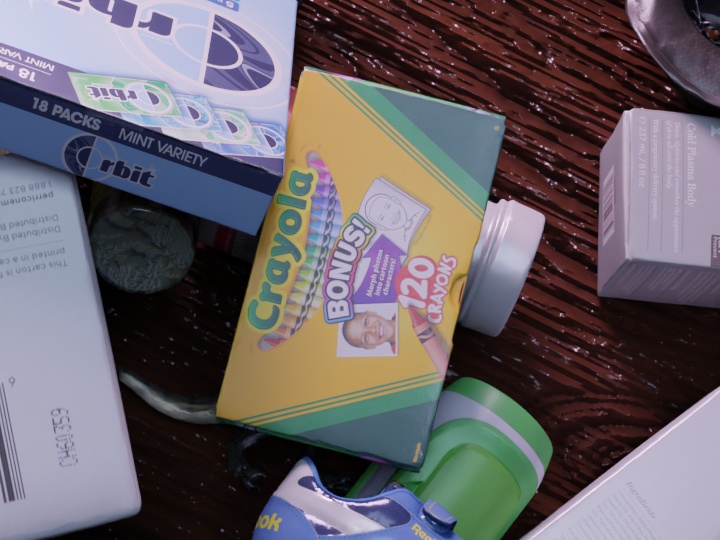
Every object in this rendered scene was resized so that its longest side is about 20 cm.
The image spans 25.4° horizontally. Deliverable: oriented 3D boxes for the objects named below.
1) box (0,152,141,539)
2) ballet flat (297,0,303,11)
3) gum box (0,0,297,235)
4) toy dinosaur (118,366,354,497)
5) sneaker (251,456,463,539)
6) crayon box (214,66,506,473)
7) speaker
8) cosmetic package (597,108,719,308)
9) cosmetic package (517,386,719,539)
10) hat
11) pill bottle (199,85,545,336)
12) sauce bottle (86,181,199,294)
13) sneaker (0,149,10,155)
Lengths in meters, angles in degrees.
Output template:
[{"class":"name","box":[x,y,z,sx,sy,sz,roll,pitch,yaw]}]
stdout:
[{"class":"box","box":[-0.234,0.055,0.848,0.198,0.131,0.202,-12,85,-15]},{"class":"ballet flat","box":[-0.115,-0.167,1.004,0.066,0.057,0.199,26,39,37]},{"class":"gum box","box":[-0.123,-0.116,0.872,0.169,0.045,0.201,19,33,-14]},{"class":"toy dinosaur","box":[-0.045,0.093,0.966,0.198,0.048,0.089,-3,52,-6]},{"class":"sneaker","box":[0.036,0.158,0.853,0.199,0.074,0.083,17,67,1]},{"class":"crayon box","box":[0.000,0.000,0.892,0.118,0.058,0.202,14,86,0]},{"class":"speaker","box":[0.027,0.161,0.935,0.088,0.089,0.200,38,71,5]},{"class":"cosmetic package","box":[0.257,-0.033,1.029,0.198,0.090,0.108,3,72,-3]},{"class":"cosmetic package","box":[0.168,0.149,0.950,0.199,0.101,0.071,-35,80,-16]},{"class":"hat","box":[0.254,-0.160,1.067,0.199,0.081,0.202,4,58,-7]},{"class":"pill bottle","box":[0.007,-0.033,0.980,0.199,0.111,0.111,22,71,-1]},{"class":"sauce bottle","box":[-0.125,-0.066,0.953,0.064,0.065,0.201,4,34,-7]},{"class":"sneaker","box":[-0.243,0.008,0.953,0.089,0.067,0.202,7,75,-11]}]
